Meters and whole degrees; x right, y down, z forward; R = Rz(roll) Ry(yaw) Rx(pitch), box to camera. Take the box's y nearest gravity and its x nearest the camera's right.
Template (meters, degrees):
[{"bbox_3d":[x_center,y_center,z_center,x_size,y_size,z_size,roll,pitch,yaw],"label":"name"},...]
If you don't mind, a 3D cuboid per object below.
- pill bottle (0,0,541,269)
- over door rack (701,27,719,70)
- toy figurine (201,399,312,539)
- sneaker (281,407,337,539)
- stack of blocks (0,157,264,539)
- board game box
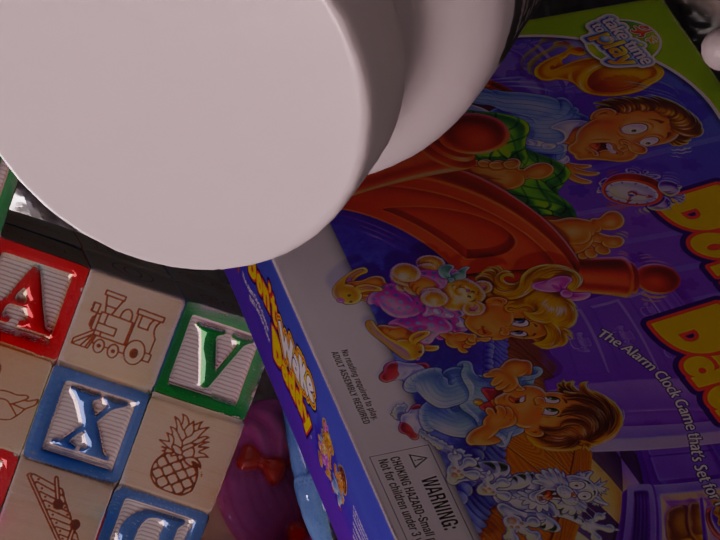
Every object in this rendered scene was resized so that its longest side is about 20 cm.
[{"bbox_3d":[-0.007,-0.091,0.679,0.116,0.200,0.116,11,125,17],"label":"pill bottle"},{"bbox_3d":[0.134,-0.127,0.668,0.148,0.067,0.200,6,129,26],"label":"over door rack"},{"bbox_3d":[-0.065,0.101,0.966,0.184,0.150,0.200,-14,94,23],"label":"toy figurine"},{"bbox_3d":[0.000,0.000,0.856,0.066,0.078,0.200,-10,111,-13],"label":"sneaker"},{"bbox_3d":[-0.129,0.007,0.830,0.200,0.059,0.115,19,97,-14],"label":"stack of blocks"},{"bbox_3d":[0.048,0.016,0.718,0.134,0.200,0.045,-11,132,-14],"label":"board game box"}]
